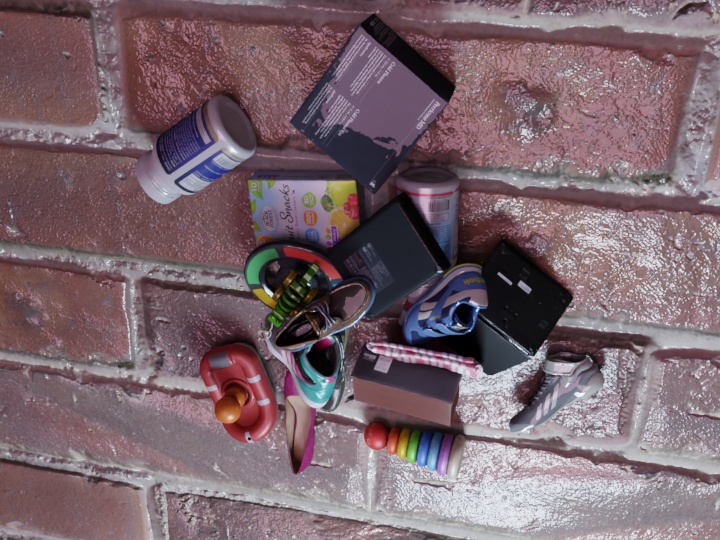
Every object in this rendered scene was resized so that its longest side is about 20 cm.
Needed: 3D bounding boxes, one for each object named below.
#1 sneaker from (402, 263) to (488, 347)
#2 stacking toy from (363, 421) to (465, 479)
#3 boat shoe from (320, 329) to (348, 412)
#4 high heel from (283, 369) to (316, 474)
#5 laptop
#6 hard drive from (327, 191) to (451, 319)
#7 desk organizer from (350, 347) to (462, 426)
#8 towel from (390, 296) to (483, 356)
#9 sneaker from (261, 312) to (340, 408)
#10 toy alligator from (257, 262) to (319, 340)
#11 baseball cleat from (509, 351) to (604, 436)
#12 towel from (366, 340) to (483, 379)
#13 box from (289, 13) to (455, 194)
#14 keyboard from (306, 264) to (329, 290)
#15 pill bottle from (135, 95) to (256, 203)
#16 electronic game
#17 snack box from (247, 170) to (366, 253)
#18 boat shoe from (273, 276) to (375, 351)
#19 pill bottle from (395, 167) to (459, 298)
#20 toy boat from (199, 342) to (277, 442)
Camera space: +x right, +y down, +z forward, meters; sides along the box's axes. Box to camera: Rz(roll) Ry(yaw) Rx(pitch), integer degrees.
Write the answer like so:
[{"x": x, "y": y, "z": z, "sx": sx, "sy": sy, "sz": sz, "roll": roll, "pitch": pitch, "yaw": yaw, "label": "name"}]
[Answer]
[{"x": 0.138, "y": 0.076, "z": 1.384, "sx": 0.073, "sy": 0.083, "sz": 0.201, "roll": 4, "pitch": 141, "yaw": -35, "label": "sneaker"}, {"x": 0.101, "y": 0.336, "z": 1.627, "sx": 0.196, "sy": 0.086, "sz": 0.087, "roll": 14, "pitch": 118, "yaw": 14, "label": "stacking toy"}, {"x": -0.063, "y": 0.188, "z": 1.600, "sx": 0.072, "sy": 0.065, "sz": 0.204, "roll": 8, "pitch": 115, "yaw": 12, "label": "boat shoe"}, {"x": -0.122, "y": 0.295, "z": 1.647, "sx": 0.066, "sy": 0.096, "sz": 0.204, "roll": -5, "pitch": 114, "yaw": 16, "label": "high heel"}, {"x": 0.238, "y": 0.072, "z": 1.479, "sx": 0.176, "sy": 0.103, "sz": 0.202, "roll": 35, "pitch": 90, "yaw": -17, "label": "laptop"}, {"x": 0.043, "y": -0.020, "z": 1.386, "sx": 0.199, "sy": 0.033, "sz": 0.141, "roll": -35, "pitch": 87, "yaw": 45, "label": "hard drive"}, {"x": 0.085, "y": 0.217, "z": 1.568, "sx": 0.196, "sy": 0.072, "sz": 0.078, "roll": 13, "pitch": 139, "yaw": 15, "label": "desk organizer"}, {"x": 0.142, "y": 0.099, "z": 1.532, "sx": 0.142, "sy": 0.023, "sz": 0.203, "roll": 22, "pitch": 118, "yaw": 4, "label": "towel"}, {"x": -0.103, "y": 0.137, "z": 1.522, "sx": 0.201, "sy": 0.083, "sz": 0.121, "roll": 54, "pitch": 137, "yaw": 17, "label": "sneaker"}, {"x": -0.134, "y": 0.066, "z": 1.473, "sx": 0.059, "sy": 0.054, "sz": 0.201, "roll": 40, "pitch": 119, "yaw": 0, "label": "toy alligator"}, {"x": 0.338, "y": 0.214, "z": 1.519, "sx": 0.198, "sy": 0.070, "sz": 0.107, "roll": -34, "pitch": 97, "yaw": 15, "label": "baseball cleat"}, {"x": 0.115, "y": 0.156, "z": 1.479, "sx": 0.196, "sy": 0.146, "sz": 0.031, "roll": 9, "pitch": 81, "yaw": 15, "label": "towel"}, {"x": 0.020, "y": -0.264, "z": 1.345, "sx": 0.181, "sy": 0.104, "sz": 0.200, "roll": 40, "pitch": 118, "yaw": -5, "label": "box"}, {"x": 0.000, "y": 0.000, "z": 1.527, "sx": 0.196, "sy": 0.011, "sz": 0.057, "roll": -8, "pitch": 112, "yaw": 18, "label": "keyboard"}, {"x": -0.285, "y": -0.202, "z": 1.445, "sx": 0.198, "sy": 0.116, "sz": 0.117, "roll": -28, "pitch": 106, "yaw": 23, "label": "pill bottle"}, {"x": -0.114, "y": 0.020, "z": 1.514, "sx": 0.195, "sy": 0.042, "sz": 0.202, "roll": 8, "pitch": 139, "yaw": 7, "label": "electronic game"}, {"x": -0.091, "y": -0.100, "z": 1.478, "sx": 0.195, "sy": 0.053, "sz": 0.145, "roll": 2, "pitch": 115, "yaw": 14, "label": "snack box"}, {"x": -0.061, "y": 0.082, "z": 1.411, "sx": 0.199, "sy": 0.072, "sz": 0.073, "roll": -36, "pitch": 86, "yaw": 19, "label": "boat shoe"}, {"x": 0.110, "y": -0.062, "z": 1.409, "sx": 0.106, "sy": 0.109, "sz": 0.204, "roll": 5, "pitch": 112, "yaw": 12, "label": "pill bottle"}, {"x": -0.244, "y": 0.251, "z": 1.638, "sx": 0.128, "sy": 0.131, "sz": 0.203, "roll": -14, "pitch": 111, "yaw": 20, "label": "toy boat"}]
